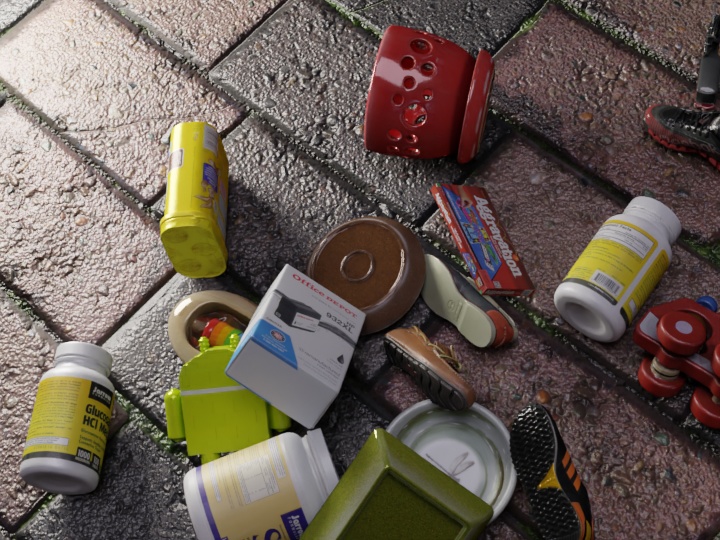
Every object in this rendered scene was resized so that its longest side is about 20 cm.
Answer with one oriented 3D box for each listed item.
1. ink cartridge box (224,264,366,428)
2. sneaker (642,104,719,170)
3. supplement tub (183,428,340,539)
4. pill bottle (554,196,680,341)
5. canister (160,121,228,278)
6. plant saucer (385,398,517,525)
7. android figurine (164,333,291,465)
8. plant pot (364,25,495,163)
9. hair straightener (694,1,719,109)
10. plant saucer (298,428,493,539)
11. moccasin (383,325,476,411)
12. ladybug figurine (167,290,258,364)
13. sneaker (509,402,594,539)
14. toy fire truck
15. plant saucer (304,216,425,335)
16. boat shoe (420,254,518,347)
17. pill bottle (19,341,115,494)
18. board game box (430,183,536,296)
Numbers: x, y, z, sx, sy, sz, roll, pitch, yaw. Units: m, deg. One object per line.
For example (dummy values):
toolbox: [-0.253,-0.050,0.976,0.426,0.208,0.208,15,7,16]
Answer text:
ink cartridge box: [-0.087,0.102,1.666,0.144,0.084,0.201,33,31,-7]
sneaker: [0.528,-0.217,1.828,0.199,0.098,0.071,30,71,23]
supplement tub: [-0.125,0.307,1.603,0.198,0.146,0.146,-21,60,-3]
pill bottle: [0.377,-0.005,1.714,0.112,0.113,0.200,31,69,22]
canister: [-0.255,-0.112,1.855,0.085,0.149,0.202,-5,58,6]
plant saucer: [0.119,0.276,1.639,0.197,0.050,0.202,-3,61,6]
android figurine: [-0.191,0.192,1.685,0.180,0.041,0.203,-8,92,5]
plant pot: [0.112,-0.270,1.866,0.180,0.201,0.202,12,63,5]
hair straightener: [0.575,-0.361,1.912,0.040,0.077,0.202,14,64,17]
plant saucer: [0.047,0.342,1.534,0.199,0.048,0.201,35,88,-7]
moccasin: [0.108,0.135,1.681,0.077,0.074,0.201,-24,25,-17]
ladybug figurine: [-0.195,0.109,1.765,0.199,0.072,0.136,30,70,22]
sneaker: [0.262,0.280,1.600,0.070,0.090,0.202,-28,61,25]
toy fire truck: [0.490,0.110,1.659,0.199,0.113,0.168,31,45,22]
plant saucer: [0.000,0.000,1.799,0.198,0.035,0.202,-9,62,16]
boat shoe: [0.155,0.044,1.757,0.062,0.072,0.200,-4,36,-37]
pill bottle: [-0.418,0.212,1.716,0.111,0.113,0.202,1,62,8]
board game box: [0.185,-0.047,1.793,0.102,0.019,0.201,3,51,-37]
